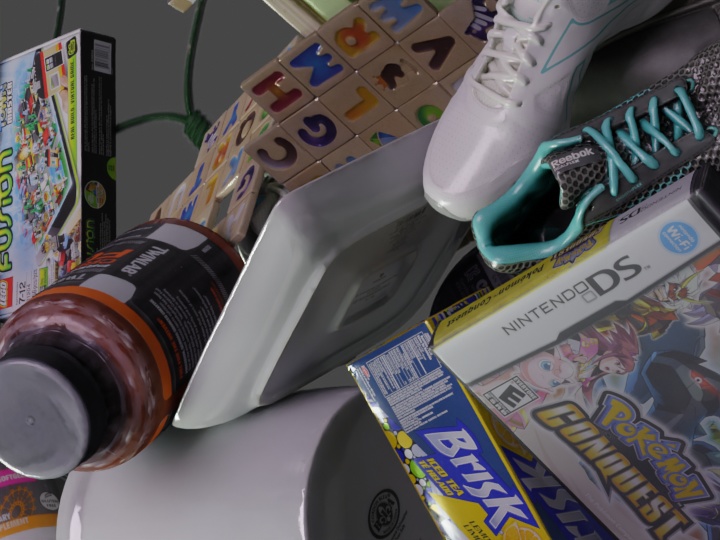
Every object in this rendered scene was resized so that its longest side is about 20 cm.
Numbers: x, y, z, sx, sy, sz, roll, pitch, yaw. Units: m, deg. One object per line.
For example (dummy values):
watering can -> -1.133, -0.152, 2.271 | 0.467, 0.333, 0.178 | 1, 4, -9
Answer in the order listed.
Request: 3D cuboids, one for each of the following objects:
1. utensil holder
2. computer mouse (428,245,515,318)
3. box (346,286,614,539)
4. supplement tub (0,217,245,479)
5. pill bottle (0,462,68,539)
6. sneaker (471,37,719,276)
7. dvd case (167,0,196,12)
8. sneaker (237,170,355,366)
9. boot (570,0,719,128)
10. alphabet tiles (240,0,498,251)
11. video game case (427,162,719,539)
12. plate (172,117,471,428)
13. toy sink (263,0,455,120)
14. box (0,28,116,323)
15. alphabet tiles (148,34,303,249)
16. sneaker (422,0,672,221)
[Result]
utensil holder -> -0.052, 0.152, 1.244 | 0.200, 0.170, 0.170 | -11, 74, 42
computer mouse -> 0.127, 0.004, 1.182 | 0.200, 0.053, 0.139 | -35, 56, 21
box -> 0.079, 0.116, 1.137 | 0.064, 0.070, 0.200 | -30, 87, 37
supplement tub -> -0.141, 0.047, 1.208 | 0.107, 0.200, 0.107 | 7, 111, 18
pill bottle -> -0.265, 0.144, 1.494 | 0.116, 0.116, 0.200 | -46, 53, 29
sneaker -> 0.134, -0.050, 1.031 | 0.200, 0.091, 0.078 | -43, 62, 34
dvd case -> -0.048, -0.257, 1.190 | 0.200, 0.016, 0.149 | -41, 39, 33
sneaker -> -0.039, -0.044, 1.328 | 0.075, 0.087, 0.200 | -18, 69, 43
boot -> 0.190, -0.051, 1.090 | 0.182, 0.073, 0.200 | -28, 63, 20
alphabet tiles -> 0.032, -0.083, 1.225 | 0.200, 0.166, 0.006 | -31, 27, 37
video game case -> 0.163, 0.062, 1.049 | 0.181, 0.200, 0.026 | -32, 20, 36
plate -> 0.000, 0.000, 1.178 | 0.032, 0.199, 0.200 | 46, 137, 18
toy sink -> 0.000, -0.209, 1.229 | 0.200, 0.112, 0.130 | 42, 119, -6
box -> -0.225, -0.066, 1.553 | 0.110, 0.035, 0.200 | -15, 72, 43
alphabet tiles -> -0.105, -0.043, 1.386 | 0.200, 0.008, 0.167 | -40, 28, 48
sneaker -> 0.088, -0.119, 1.084 | 0.070, 0.080, 0.200 | 35, 92, 32
